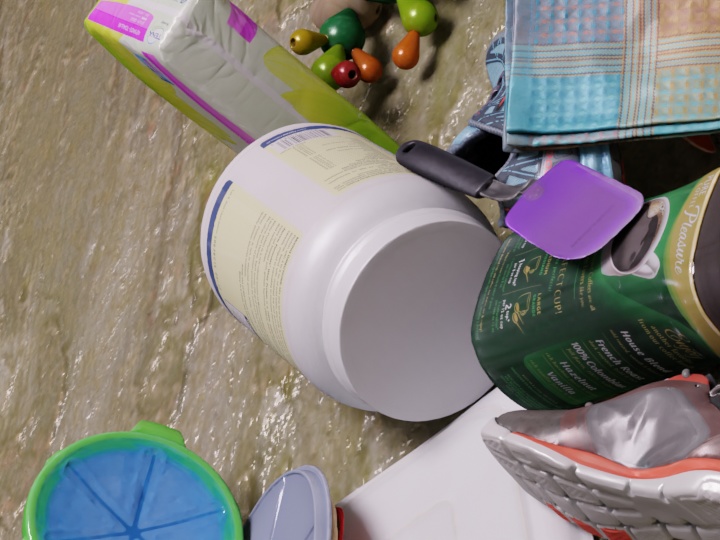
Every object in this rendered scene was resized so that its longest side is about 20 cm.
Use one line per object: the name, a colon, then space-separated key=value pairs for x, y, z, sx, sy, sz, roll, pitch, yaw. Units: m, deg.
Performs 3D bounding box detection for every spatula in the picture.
spatula: x=0.076 y=-0.046 z=1.159 sx=0.057 sy=0.021 sz=0.200 roll=-44 pitch=31 yaw=-15

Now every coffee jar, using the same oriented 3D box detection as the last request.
coffee jar: x=0.159 y=0.009 z=1.110 sx=0.200 sy=0.085 sz=0.104 roll=-18 pitch=40 yaw=46

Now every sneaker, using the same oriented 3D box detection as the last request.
sneaker: x=0.153 y=0.091 z=1.066 sx=0.200 sy=0.077 sz=0.082 roll=9 pitch=57 yaw=43
sneaker: x=0.092 y=-0.090 z=1.256 sx=0.095 sy=0.079 sz=0.200 roll=-14 pitch=30 yaw=-3

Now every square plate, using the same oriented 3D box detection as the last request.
square plate: x=0.044 y=0.165 z=1.176 sx=0.200 sy=0.028 sz=0.198 roll=-39 pitch=35 yaw=26

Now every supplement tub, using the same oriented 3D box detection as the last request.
supplement tub: x=0.000 y=0.000 z=1.277 sx=0.145 sy=0.145 sz=0.200 roll=-55 pitch=31 yaw=0

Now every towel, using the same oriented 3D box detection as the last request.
towel: x=0.176 y=-0.143 z=1.172 sx=0.200 sy=0.022 sz=0.147 roll=-3 pitch=73 yaw=19

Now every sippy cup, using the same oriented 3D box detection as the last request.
sippy cup: x=-0.153 y=0.192 z=1.312 sx=0.178 sy=0.140 sz=0.130 roll=-33 pitch=-21 yaw=-37

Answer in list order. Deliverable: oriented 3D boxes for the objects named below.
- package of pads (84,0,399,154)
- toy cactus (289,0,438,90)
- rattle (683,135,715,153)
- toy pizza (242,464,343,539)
package of pads: x=-0.086 y=-0.129 z=1.460 sx=0.068 sy=0.200 sz=0.154 roll=-54 pitch=31 yaw=-5
toy cactus: x=0.002 y=-0.208 z=1.528 sx=0.165 sy=0.102 sz=0.200 roll=-15 pitch=51 yaw=63
rattle: x=0.183 y=-0.161 z=1.267 sx=0.143 sy=0.130 sz=0.200 roll=162 pitch=103 yaw=-72
toy pizza: x=-0.052 y=0.213 z=1.228 sx=0.200 sy=0.032 sz=0.200 roll=-160 pitch=90 yaw=-74
